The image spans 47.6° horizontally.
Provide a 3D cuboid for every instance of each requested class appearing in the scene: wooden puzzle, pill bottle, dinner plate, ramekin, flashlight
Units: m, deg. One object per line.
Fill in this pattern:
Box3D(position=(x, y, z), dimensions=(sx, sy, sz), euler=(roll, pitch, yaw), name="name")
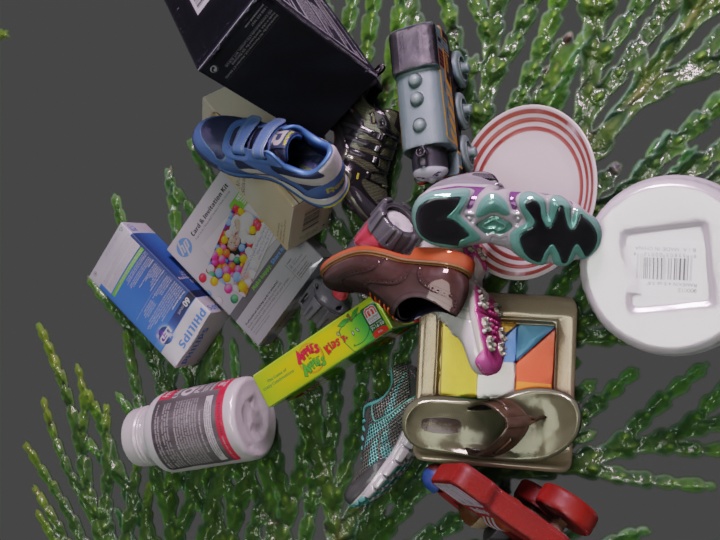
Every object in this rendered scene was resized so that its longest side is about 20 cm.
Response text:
Box3D(position=(0.155, 0.124, 0.947), dimensions=(0.183, 0.037, 0.203), euler=(2, 80, 10), name="wooden puzzle")
Box3D(position=(-0.225, 0.215, 1.118), dimensions=(0.198, 0.110, 0.112), euler=(-14, 85, 23), name="pill bottle")
Box3D(position=(0.190, -0.089, 0.947), dimensions=(0.199, 0.024, 0.203), euler=(-6, 82, 45), name="dinner plate")
Box3D(position=(0.330, -0.005, 0.872), dimensions=(0.198, 0.098, 0.203), euler=(0, 91, 24), name="ramekin")
Box3D(position=(0.000, 0.000, 1.017), dimensions=(0.200, 0.067, 0.068), euler=(-53, 41, 35), name="flashlight")

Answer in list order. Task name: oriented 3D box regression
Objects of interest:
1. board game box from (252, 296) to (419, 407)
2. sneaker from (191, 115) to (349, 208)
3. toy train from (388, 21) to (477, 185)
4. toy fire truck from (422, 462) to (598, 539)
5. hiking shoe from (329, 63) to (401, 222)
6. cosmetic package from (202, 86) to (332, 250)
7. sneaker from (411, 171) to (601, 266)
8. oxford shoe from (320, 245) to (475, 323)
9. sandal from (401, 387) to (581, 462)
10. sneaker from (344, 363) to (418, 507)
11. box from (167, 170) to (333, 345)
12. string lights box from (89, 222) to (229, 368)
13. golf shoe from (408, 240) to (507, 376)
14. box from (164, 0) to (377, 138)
Box3D(position=(-0.029, 0.098, 1.033), dimensions=(0.199, 0.101, 0.048), euler=(-34, 78, 21), name="board game box")
Box3D(position=(-0.105, -0.144, 0.952), dimensions=(0.198, 0.082, 0.075), euler=(19, 69, 9), name="sneaker")
Box3D(position=(0.082, -0.191, 0.962), dimensions=(0.084, 0.114, 0.203), euler=(-8, 80, 25), name="toy train")
Box3D(position=(0.149, 0.266, 0.902), dimensions=(0.167, 0.200, 0.113), euler=(37, 76, 2), name="toy fire truck")
Box3D(position=(0.016, -0.155, 1.022), dimensions=(0.100, 0.076, 0.202), euler=(-20, 82, 26), name="hiking shoe")
Box3D(position=(-0.121, -0.138, 1.054), dimensions=(0.200, 0.073, 0.104), euler=(49, 153, 20), name="cosmetic package")
Box3D(position=(0.160, -0.070, 0.896), dimensions=(0.197, 0.140, 0.079), euler=(12, 113, 5), name="sneaker")
Box3D(position=(0.030, 0.018, 0.910), dimensions=(0.198, 0.071, 0.073), euler=(-2, 66, 39), name="oxford shoe")
Box3D(position=(0.143, 0.175, 0.900), dimensions=(0.198, 0.057, 0.081), euler=(-5, 85, 10), name="sandal")
Box3D(position=(0.032, 0.203, 1.029), dimensions=(0.091, 0.077, 0.201), euler=(37, 96, 23), name="sneaker")
Box3D(position=(-0.153, -0.023, 1.120), dimensions=(0.200, 0.041, 0.156), euler=(44, 107, 18), name="box")
Box3D(position=(-0.288, 0.033, 1.171), dimensions=(0.200, 0.059, 0.103), euler=(42, 107, 18), name="string lights box")
Box3D(position=(0.108, 0.037, 0.932), dimensions=(0.091, 0.075, 0.202), euler=(-26, 51, 22), name="golf shoe")
Box3D(position=(-0.113, -0.287, 0.978), dimensions=(0.123, 0.197, 0.201), euler=(-45, 49, 20), name="box")
